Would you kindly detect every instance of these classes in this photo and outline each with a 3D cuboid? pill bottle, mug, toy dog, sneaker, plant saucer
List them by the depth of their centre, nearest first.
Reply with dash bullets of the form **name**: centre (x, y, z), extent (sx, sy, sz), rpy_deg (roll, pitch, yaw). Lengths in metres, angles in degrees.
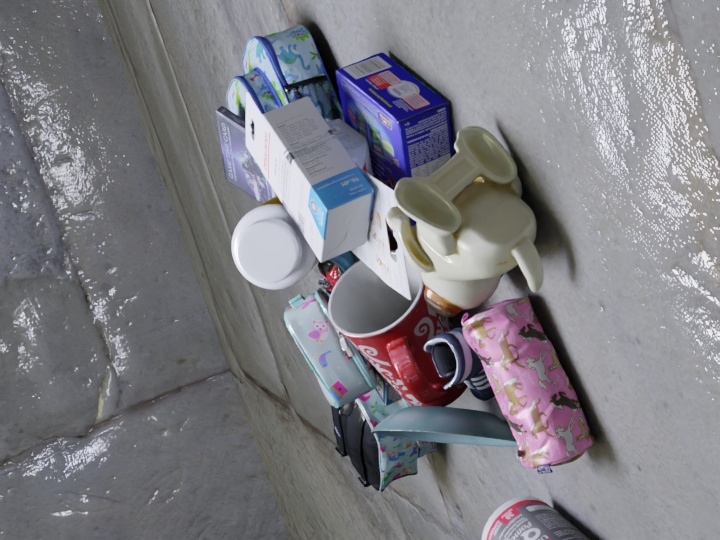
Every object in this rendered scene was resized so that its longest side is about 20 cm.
- **toy dog**: centre (0.123, -0.034, 1.397), extent (0.194, 0.140, 0.200), rpy_deg (35, 155, 11)
- **pill bottle**: centre (0.238, 0.364, 1.530), extent (0.200, 0.111, 0.111), rpy_deg (34, 142, 63)
- **sneaker**: centre (0.132, 0.119, 1.559), extent (0.070, 0.108, 0.200), rpy_deg (60, 161, 24)
- **mug**: centre (0.056, 0.103, 1.627), extent (0.200, 0.133, 0.178), rpy_deg (54, -140, -44)
- **plant saucer**: centre (0.115, 0.200, 1.629), extent (0.201, 0.201, 0.039), rpy_deg (148, 128, -74)
- **pill bottle**: centre (-0.104, -0.037, 1.631), extent (0.200, 0.109, 0.109), rpy_deg (-56, -54, -79)
- **sneaker**: centre (0.000, 0.000, 1.727), extent (0.079, 0.096, 0.200), rpy_deg (42, 169, 7)

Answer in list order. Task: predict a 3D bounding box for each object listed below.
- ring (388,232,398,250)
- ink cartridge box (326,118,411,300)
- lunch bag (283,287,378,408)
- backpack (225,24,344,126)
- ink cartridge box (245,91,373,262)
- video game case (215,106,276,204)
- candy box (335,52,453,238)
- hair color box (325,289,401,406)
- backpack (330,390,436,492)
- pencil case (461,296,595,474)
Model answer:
- **ring**: centre (0.016, -0.027, 1.793), extent (0.200, 0.019, 0.201), rpy_deg (179, 90, -71)
- **ink cartridge box**: centre (0.016, -0.078, 1.542), extent (0.200, 0.047, 0.160), rpy_deg (41, 149, 48)
- **lunch bag**: centre (-0.044, 0.100, 1.731), extent (0.161, 0.077, 0.200), rpy_deg (62, 177, -2)
- **backpack**: centre (-0.109, -0.243, 1.816), extent (0.183, 0.147, 0.200), rpy_deg (145, 106, -71)
- **ink cartridge box**: centre (-0.065, -0.125, 1.524), extent (0.200, 0.068, 0.116), rpy_deg (56, 158, 25)
- **video game case**: centre (-0.122, -0.132, 1.768), extent (0.200, 0.019, 0.143), rpy_deg (35, 150, 25)
- **candy box**: centre (0.049, -0.142, 1.554), extent (0.169, 0.077, 0.200), rpy_deg (48, 153, 49)
- **hair color box**: centre (0.035, 0.094, 1.862), extent (0.200, 0.100, 0.061), rpy_deg (57, 159, 34)
- **backpack**: centre (0.029, 0.221, 1.955), extent (0.178, 0.150, 0.200), rpy_deg (51, 164, 40)
- **pencil case**: centre (0.188, 0.128, 1.426), extent (0.200, 0.086, 0.083), rpy_deg (67, 157, 6)
